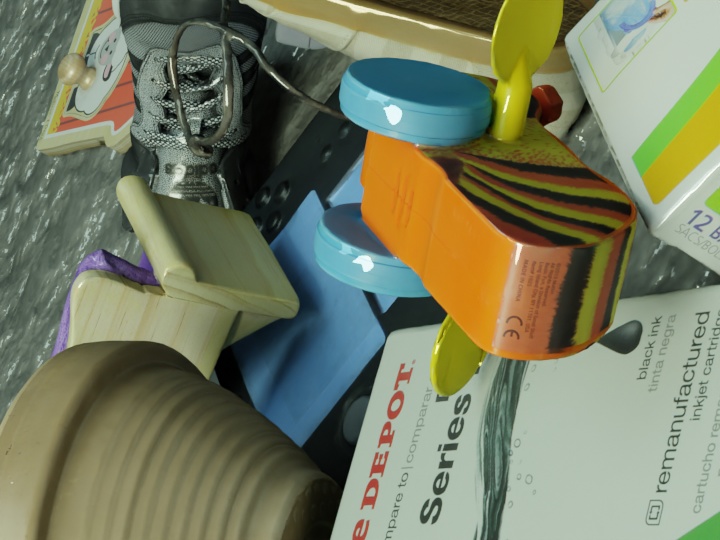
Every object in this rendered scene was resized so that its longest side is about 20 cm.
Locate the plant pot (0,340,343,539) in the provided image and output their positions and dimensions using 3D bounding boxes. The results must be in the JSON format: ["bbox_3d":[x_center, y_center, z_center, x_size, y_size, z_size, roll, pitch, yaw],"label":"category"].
[{"bbox_3d":[-0.056,0.125,0.757,0.092,0.201,0.202,-2,60,21],"label":"plant pot"}]

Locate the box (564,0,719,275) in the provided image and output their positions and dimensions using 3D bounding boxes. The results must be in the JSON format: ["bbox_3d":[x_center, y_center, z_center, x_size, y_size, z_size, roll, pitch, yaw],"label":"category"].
[{"bbox_3d":[0.175,-0.086,0.631,0.200,0.112,0.102,-45,36,24],"label":"box"}]

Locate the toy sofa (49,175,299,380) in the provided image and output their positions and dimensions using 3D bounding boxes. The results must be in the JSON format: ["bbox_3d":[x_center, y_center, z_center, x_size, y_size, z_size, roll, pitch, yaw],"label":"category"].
[{"bbox_3d":[-0.112,0.065,0.908,0.201,0.097,0.083,-67,28,22],"label":"toy sofa"}]

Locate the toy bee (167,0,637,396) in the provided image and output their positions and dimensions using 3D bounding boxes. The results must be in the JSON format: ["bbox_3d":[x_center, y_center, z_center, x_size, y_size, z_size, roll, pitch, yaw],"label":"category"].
[{"bbox_3d":[0.035,-0.041,0.665,0.201,0.108,0.131,59,140,34],"label":"toy bee"}]

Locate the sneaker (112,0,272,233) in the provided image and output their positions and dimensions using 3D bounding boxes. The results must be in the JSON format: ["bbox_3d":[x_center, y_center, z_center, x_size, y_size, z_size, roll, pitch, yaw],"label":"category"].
[{"bbox_3d":[-0.077,-0.076,0.980,0.200,0.075,0.115,108,163,-82],"label":"sneaker"}]

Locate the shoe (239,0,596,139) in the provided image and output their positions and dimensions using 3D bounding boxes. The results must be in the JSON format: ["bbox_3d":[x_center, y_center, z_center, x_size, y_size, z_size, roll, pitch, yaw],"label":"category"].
[{"bbox_3d":[0.005,-0.107,0.858,0.199,0.054,0.070,24,51,20],"label":"shoe"}]

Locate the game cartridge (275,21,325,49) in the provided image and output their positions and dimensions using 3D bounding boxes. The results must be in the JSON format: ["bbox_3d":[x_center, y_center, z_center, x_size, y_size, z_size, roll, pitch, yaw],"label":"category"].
[{"bbox_3d":[-0.011,-0.207,0.960,0.133,0.041,0.202,-107,24,-73],"label":"game cartridge"}]

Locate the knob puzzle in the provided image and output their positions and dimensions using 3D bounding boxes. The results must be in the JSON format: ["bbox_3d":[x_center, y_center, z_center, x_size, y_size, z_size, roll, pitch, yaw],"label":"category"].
[{"bbox_3d":[-0.115,-0.162,1.190,0.219,0.030,0.221,-35,40,36],"label":"knob puzzle"}]

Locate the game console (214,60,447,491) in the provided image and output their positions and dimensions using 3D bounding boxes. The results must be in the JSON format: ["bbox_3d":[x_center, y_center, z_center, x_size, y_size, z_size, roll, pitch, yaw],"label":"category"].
[{"bbox_3d":[0.000,0.000,0.888,0.177,0.031,0.200,-55,33,20],"label":"game console"}]

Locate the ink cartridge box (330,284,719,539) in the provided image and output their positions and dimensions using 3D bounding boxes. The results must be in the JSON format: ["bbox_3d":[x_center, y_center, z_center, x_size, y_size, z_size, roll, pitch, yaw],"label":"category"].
[{"bbox_3d":[0.077,0.090,0.667,0.199,0.083,0.148,-11,57,53],"label":"ink cartridge box"}]
